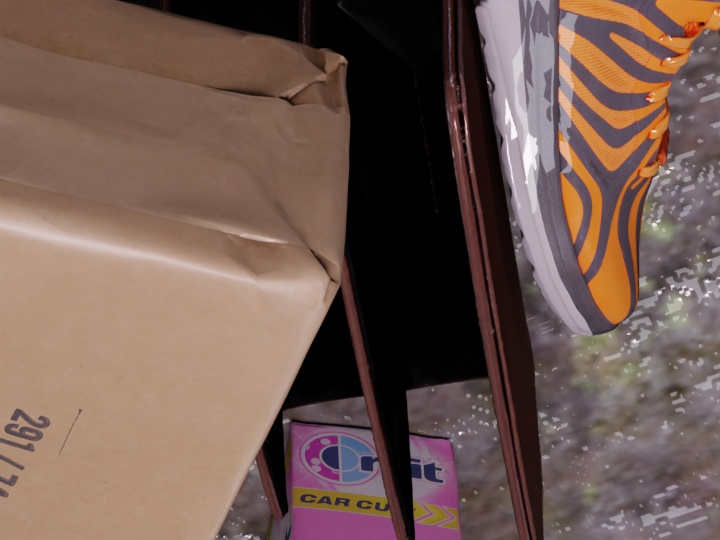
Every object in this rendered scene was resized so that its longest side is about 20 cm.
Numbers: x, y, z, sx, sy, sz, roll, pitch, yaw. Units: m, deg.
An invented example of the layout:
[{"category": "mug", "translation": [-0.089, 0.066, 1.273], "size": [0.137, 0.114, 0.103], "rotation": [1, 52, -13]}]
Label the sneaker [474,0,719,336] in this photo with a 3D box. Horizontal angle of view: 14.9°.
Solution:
[{"category": "sneaker", "translation": [0.098, -0.068, 0.898], "size": [0.112, 0.078, 0.201], "rotation": [-9, 125, 6]}]

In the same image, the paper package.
[{"category": "paper package", "translation": [-0.123, 0.016, 0.780], "size": [0.190, 0.104, 0.200], "rotation": [13, 133, -14]}]

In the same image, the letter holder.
[{"category": "letter holder", "translation": [0.000, 0.000, 0.904], "size": [0.100, 0.142, 0.201], "rotation": [-9, 126, 4]}]

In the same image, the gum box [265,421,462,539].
[{"category": "gum box", "translation": [-0.013, 0.173, 1.043], "size": [0.066, 0.114, 0.201], "rotation": [8, 125, -8]}]
